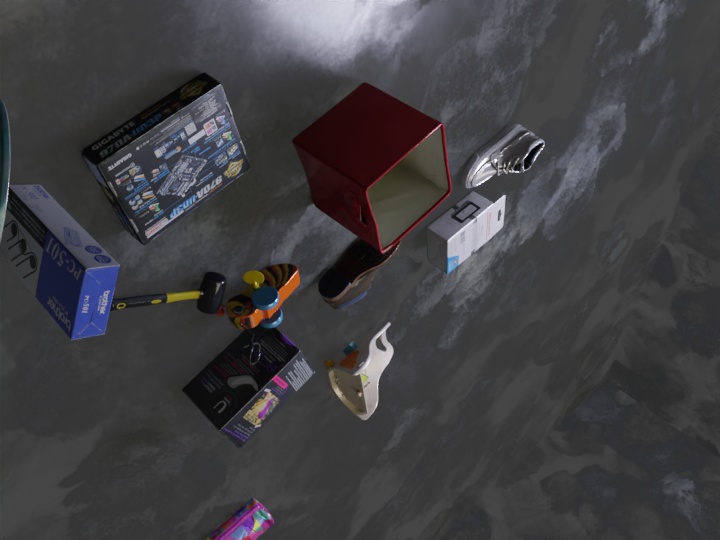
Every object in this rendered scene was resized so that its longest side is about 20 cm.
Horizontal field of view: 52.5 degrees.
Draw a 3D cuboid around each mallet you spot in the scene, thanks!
[{"bbox_3d":[-0.302,0.051,1.152,0.200,0.041,0.066,-14,129,-41],"label":"mallet"}]

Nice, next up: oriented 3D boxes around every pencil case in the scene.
[{"bbox_3d":[-0.295,0.612,1.673,0.200,0.088,0.088,-37,145,-28],"label":"pencil case"}]

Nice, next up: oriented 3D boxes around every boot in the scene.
[{"bbox_3d":[0.319,-0.242,1.620,0.200,0.096,0.074,-46,148,-12],"label":"boot"},{"bbox_3d":[0.000,0.000,1.479,0.200,0.075,0.097,-37,158,-11],"label":"boot"}]

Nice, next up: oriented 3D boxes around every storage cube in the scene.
[{"bbox_3d":[0.024,-0.173,1.219,0.200,0.180,0.171,-43,147,-18],"label":"storage cube"}]

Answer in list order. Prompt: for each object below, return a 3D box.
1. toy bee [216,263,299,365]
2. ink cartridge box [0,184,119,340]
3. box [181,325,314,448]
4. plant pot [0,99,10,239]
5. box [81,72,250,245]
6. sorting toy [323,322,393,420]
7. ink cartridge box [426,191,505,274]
[{"bbox_3d":[-0.190,0.055,1.259,0.200,0.109,0.131,-50,151,-58],"label":"toy bee"},{"bbox_3d":[-0.356,-0.015,0.850,0.044,0.200,0.094,-9,128,-49],"label":"ink cartridge box"},{"bbox_3d":[-0.203,0.204,1.347,0.200,0.122,0.106,-44,148,-15],"label":"box"},{"bbox_3d":[-0.454,-0.082,0.683,0.188,0.200,0.200,6,117,-38],"label":"plant pot"},{"bbox_3d":[-0.256,-0.151,0.998,0.200,0.046,0.159,-41,147,-20],"label":"box"},{"bbox_3d":[0.016,0.209,1.677,0.180,0.107,0.200,-45,148,-27],"label":"sorting toy"},{"bbox_3d":[0.245,-0.099,1.691,0.200,0.068,0.116,-37,146,-24],"label":"ink cartridge box"}]
